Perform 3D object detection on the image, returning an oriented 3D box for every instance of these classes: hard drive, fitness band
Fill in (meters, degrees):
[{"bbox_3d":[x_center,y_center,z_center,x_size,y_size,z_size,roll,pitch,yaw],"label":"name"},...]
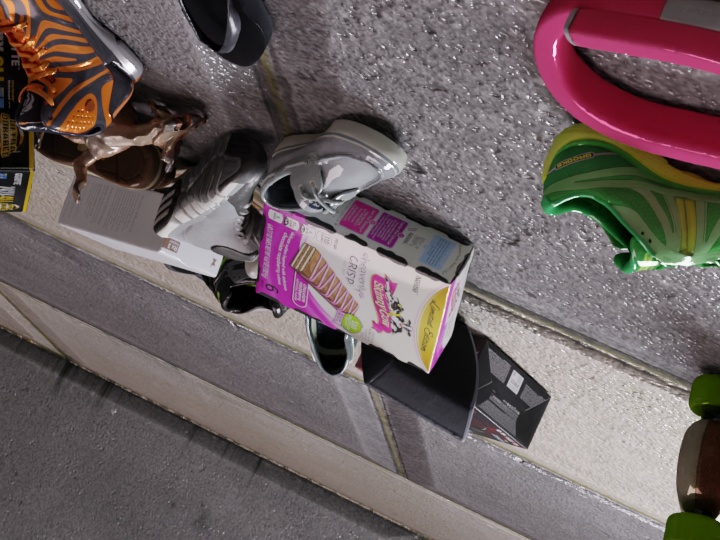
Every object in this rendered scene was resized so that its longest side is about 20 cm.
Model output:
[{"bbox_3d":[0.065,0.087,1.502,0.134,0.042,0.200,31,-158,-12],"label":"hard drive"},{"bbox_3d":[0.192,-0.107,0.845,0.199,0.038,0.144,19,163,34],"label":"fitness band"}]

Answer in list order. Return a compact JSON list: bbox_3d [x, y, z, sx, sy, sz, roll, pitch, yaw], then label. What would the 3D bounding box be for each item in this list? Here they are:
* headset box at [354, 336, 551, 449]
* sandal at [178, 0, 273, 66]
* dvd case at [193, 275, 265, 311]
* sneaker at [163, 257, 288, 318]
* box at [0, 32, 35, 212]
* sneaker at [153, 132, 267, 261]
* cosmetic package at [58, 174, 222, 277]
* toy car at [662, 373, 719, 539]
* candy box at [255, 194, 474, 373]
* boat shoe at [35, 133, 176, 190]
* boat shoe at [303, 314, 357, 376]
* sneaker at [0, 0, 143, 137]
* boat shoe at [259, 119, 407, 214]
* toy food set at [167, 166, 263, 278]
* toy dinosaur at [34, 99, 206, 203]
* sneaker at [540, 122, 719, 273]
[{"bbox_3d":[0.102,0.130,1.699,0.199,0.075,0.149,12,159,45],"label":"headset box"},{"bbox_3d":[-0.109,-0.201,1.048,0.076,0.043,0.200,26,165,8],"label":"sandal"},{"bbox_3d":[-0.189,-0.008,1.856,0.199,0.025,0.150,33,163,-21],"label":"dvd case"},{"bbox_3d":[-0.160,0.005,1.715,0.199,0.083,0.071,18,148,26],"label":"sneaker"},{"bbox_3d":[-0.347,-0.153,1.401,0.049,0.161,0.200,1,170,-15],"label":"box"},{"bbox_3d":[-0.115,-0.065,1.421,0.115,0.075,0.200,28,152,-24],"label":"sneaker"},{"bbox_3d":[-0.257,-0.056,1.698,0.199,0.074,0.101,13,171,40],"label":"cosmetic package"},{"bbox_3d":[0.395,0.204,1.310,0.199,0.165,0.158,7,157,24],"label":"toy car"},{"bbox_3d":[0.000,0.000,1.388,0.199,0.061,0.137,24,139,13],"label":"candy box"},{"bbox_3d":[-0.280,-0.135,1.511,0.202,0.075,0.075,33,-170,24],"label":"boat shoe"},{"bbox_3d":[-0.027,0.033,1.515,0.072,0.062,0.201,1,137,-1],"label":"boat shoe"},{"bbox_3d":[-0.284,-0.188,1.261,0.077,0.112,0.200,9,156,49],"label":"sneaker"},{"bbox_3d":[-0.028,-0.080,1.246,0.070,0.072,0.200,34,164,-23],"label":"boat shoe"},{"bbox_3d":[-0.132,-0.046,1.560,0.200,0.061,0.143,35,164,-26],"label":"toy food set"},{"bbox_3d":[-0.243,-0.147,1.409,0.200,0.135,0.086,44,143,43],"label":"toy dinosaur"},{"bbox_3d":[0.213,-0.027,0.979,0.199,0.084,0.074,25,164,8],"label":"sneaker"}]
